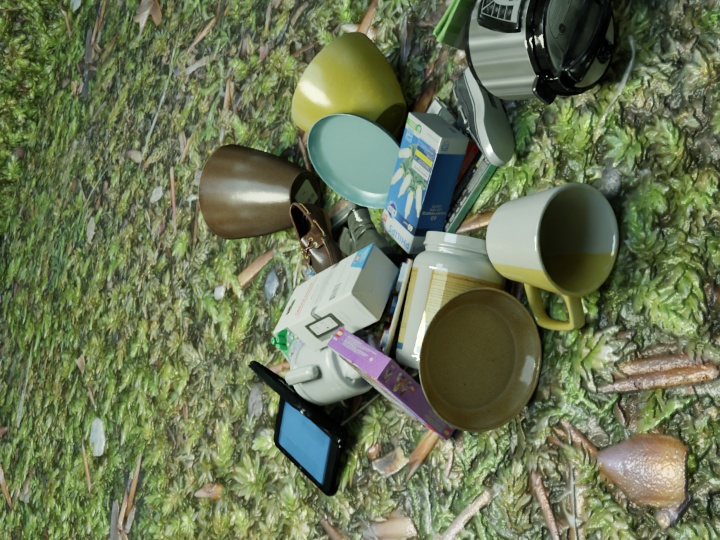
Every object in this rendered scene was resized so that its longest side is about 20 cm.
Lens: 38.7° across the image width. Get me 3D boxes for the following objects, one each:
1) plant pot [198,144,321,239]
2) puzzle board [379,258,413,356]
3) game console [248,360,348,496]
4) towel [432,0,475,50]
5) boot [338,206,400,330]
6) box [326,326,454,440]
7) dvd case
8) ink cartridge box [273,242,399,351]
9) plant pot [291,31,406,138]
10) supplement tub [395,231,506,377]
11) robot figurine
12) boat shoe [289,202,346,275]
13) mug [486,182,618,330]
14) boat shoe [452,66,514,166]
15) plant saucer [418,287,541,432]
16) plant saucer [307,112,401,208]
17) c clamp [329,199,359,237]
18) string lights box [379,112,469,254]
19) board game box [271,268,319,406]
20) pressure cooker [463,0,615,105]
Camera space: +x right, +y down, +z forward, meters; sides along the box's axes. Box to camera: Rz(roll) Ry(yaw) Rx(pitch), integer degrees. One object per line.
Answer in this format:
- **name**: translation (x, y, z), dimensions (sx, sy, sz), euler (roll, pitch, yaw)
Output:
- **plant pot**: translation (-0.178, -0.147, 1.980), dimensions (0.198, 0.186, 0.190), euler (6, 84, 37)
- **puzzle board**: translation (0.055, 0.054, 1.640), dimensions (0.200, 0.017, 0.153), euler (-74, -2, -88)
- **game console**: translation (-0.122, 0.274, 1.793), dimensions (0.199, 0.176, 0.117), euler (32, 85, 46)
- **towel**: translation (0.189, -0.402, 1.559), dimensions (0.031, 0.199, 0.151), euler (35, 108, 27)
- **boot**: translation (0.000, 0.000, 1.739), dimensions (0.131, 0.067, 0.202), euler (57, 138, 38)
- **box**: translation (0.051, 0.173, 1.564), dimensions (0.039, 0.200, 0.136), euler (-52, 39, -8)
- **dvd case**: translation (0.138, -0.176, 1.696), dimensions (0.147, 0.022, 0.201), euler (-58, 43, 22)
- **ink cartridge box**: translation (-0.040, 0.051, 1.631), dimensions (0.199, 0.068, 0.117), euler (-28, 27, 42)
- **plant pot**: translation (-0.001, -0.291, 1.794), dimensions (0.142, 0.199, 0.201), euler (41, 114, 22)
- **supplement tub**: translation (0.138, 0.053, 1.530), dimensions (0.144, 0.143, 0.204), euler (9, 87, 51)
- **robot figurine**: translation (-0.043, 0.159, 1.706), dimensions (0.199, 0.168, 0.115), euler (-25, 74, 51)
- **boat shoe**: translation (-0.081, -0.045, 1.835), dimensions (0.071, 0.070, 0.201), euler (-50, 41, 25)
- **mug**: translation (0.248, -0.025, 1.425), dimensions (0.152, 0.148, 0.190), euler (3, 75, 59)
- **boat shoe**: translation (0.185, -0.235, 1.614), dimensions (0.068, 0.071, 0.203), euler (-39, 49, 35)
- **plant saucer**: translation (0.163, 0.124, 1.446), dimensions (0.035, 0.197, 0.204), euler (7, 85, 67)
- **plant saucer**: translation (0.002, -0.191, 1.746), dimensions (0.199, 0.201, 0.028), euler (-18, 30, 47)
- **c clamp**: translation (-0.021, -0.053, 1.831), dimensions (0.170, 0.027, 0.203), euler (-31, 52, 37)
- **string lights box**: translation (0.101, -0.140, 1.650), dimensions (0.103, 0.058, 0.203), euler (46, 130, 48)
- **board game box**: translation (-0.079, 0.109, 1.880), dimensions (0.200, 0.026, 0.202), euler (49, 117, 46)
- **pressure cooker**: translation (0.269, -0.336, 1.462), dimensions (0.199, 0.177, 0.179), euler (9, 115, 51)
